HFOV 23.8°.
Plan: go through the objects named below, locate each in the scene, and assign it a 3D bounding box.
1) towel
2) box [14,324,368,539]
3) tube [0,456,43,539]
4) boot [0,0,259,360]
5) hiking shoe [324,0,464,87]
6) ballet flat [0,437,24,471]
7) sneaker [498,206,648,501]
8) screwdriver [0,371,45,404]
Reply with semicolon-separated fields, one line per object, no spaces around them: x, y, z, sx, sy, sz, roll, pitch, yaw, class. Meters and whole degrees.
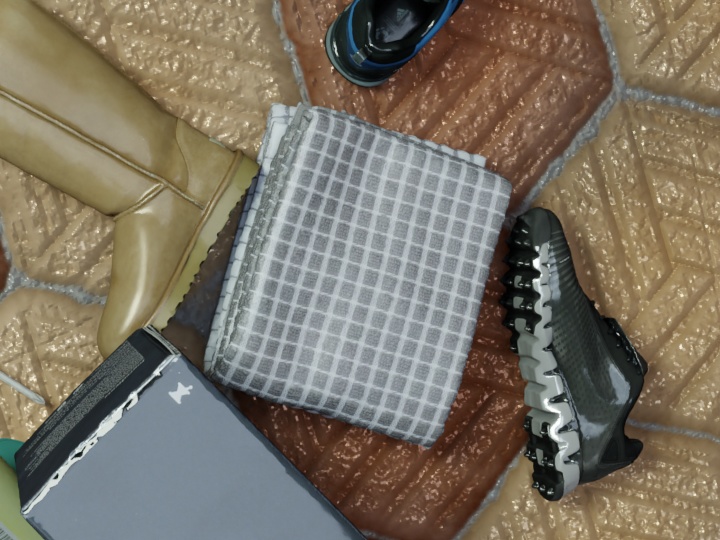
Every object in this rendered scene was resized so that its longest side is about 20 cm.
0.000;0.000;1.121;0.165;0.086;0.201;17;87;-14;towel
-0.087;0.146;0.979;0.124;0.197;0.200;-45;100;-8;box
-0.188;0.186;1.053;0.052;0.058;0.200;-38;123;-2;tube
-0.188;-0.055;1.091;0.199;0.066;0.176;32;75;-11;boot
0.058;-0.205;1.129;0.074;0.087;0.200;36;83;-11;hiking shoe
-0.156;0.165;1.105;0.199;0.072;0.072;18;87;-13;ballet flat
0.150;0.052;1.170;0.090;0.066;0.201;-10;97;-15;sneaker
-0.284;0.031;1.080;0.200;0.029;0.028;34;84;-6;screwdriver
